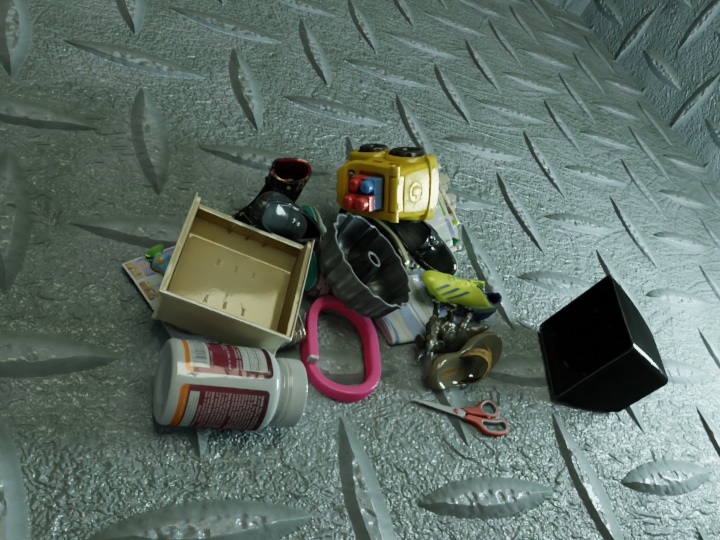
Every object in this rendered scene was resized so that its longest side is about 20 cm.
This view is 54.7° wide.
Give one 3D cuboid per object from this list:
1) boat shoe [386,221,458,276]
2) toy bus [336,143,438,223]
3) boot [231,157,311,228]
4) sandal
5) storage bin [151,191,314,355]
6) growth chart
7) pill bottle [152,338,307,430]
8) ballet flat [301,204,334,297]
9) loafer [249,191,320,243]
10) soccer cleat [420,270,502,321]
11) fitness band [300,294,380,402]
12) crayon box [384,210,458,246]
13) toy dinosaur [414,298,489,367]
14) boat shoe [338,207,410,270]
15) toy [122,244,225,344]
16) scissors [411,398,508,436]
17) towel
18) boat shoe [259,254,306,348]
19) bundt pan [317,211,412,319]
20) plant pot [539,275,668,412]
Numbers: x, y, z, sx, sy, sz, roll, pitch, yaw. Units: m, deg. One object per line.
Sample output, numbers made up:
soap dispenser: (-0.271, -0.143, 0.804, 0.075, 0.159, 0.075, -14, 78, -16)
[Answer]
boat shoe: (0.122, -0.062, 1.414, 0.201, 0.074, 0.066, 52, 7, 3)
toy bus: (0.020, -0.154, 1.295, 0.197, 0.139, 0.190, 15, 24, 38)
boot: (-0.174, -0.117, 1.239, 0.073, 0.152, 0.198, 47, 40, 16)
sandal: (0.203, 0.172, 1.276, 0.197, 0.082, 0.053, -16, 15, -40)
storage bin: (-0.188, 0.006, 1.059, 0.196, 0.094, 0.202, 21, 53, -13)
growth chart: (0.147, -0.119, 1.480, 0.142, 0.018, 0.205, -16, 89, -22)
pill bottle: (-0.181, 0.163, 0.976, 0.196, 0.115, 0.116, 11, 44, -28)
ballet flat: (-0.079, -0.030, 1.299, 0.070, 0.069, 0.203, 27, 40, -40)
loafer: (-0.122, -0.086, 1.185, 0.070, 0.069, 0.200, 32, 5, 19)
soccer cleat: (0.203, 0.036, 1.392, 0.198, 0.084, 0.066, 27, 33, -32)
fitness band: (-0.032, 0.129, 1.186, 0.141, 0.038, 0.203, 17, 43, -22)
crayon box: (0.119, -0.125, 1.540, 0.196, 0.059, 0.120, 22, 40, -16)
toy dinosaur: (0.166, 0.115, 1.320, 0.076, 0.105, 0.198, 24, 12, 39)
boat shoe: (0.042, -0.069, 1.417, 0.075, 0.072, 0.201, 0, 46, -54)
toy: (-0.271, 0.038, 1.091, 0.114, 0.048, 0.201, -24, 66, -46)
scissors: (0.181, 0.258, 1.230, 0.196, 0.014, 0.074, 10, 47, -32)
towel: (0.096, 0.069, 1.354, 0.197, 0.024, 0.148, -6, 55, -41)
boat shoe: (-0.144, 0.040, 1.175, 0.071, 0.072, 0.204, 5, 57, -39)
bundt pan: (0.000, 0.000, 1.244, 0.201, 0.075, 0.204, 37, 31, -27)
plant pot: (0.513, 0.172, 1.434, 0.175, 0.200, 0.202, 30, 37, -23)
